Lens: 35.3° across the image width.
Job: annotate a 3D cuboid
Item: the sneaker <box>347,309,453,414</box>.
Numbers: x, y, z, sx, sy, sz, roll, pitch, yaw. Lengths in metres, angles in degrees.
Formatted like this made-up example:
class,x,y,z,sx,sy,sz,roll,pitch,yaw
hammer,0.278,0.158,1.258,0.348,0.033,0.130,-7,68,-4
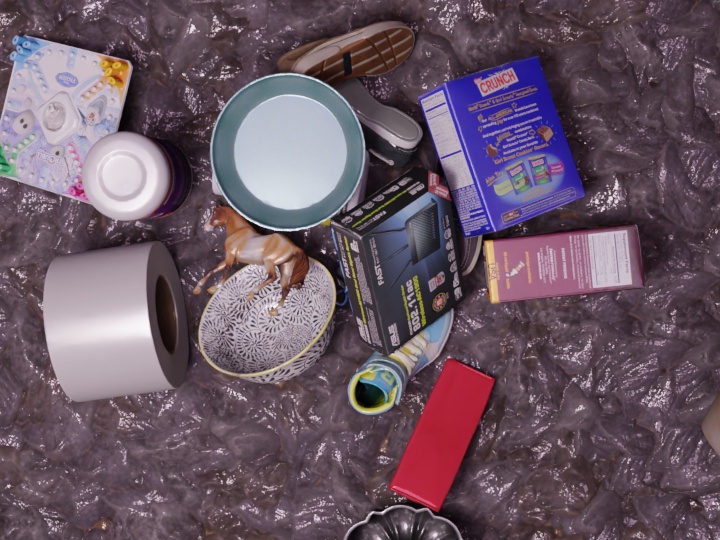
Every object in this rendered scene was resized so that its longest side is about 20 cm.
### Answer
class,x,y,z,sx,sy,sz,roll,pitch,yaw
sneaker,0.057,0.119,1.523,0.079,0.131,0.200,37,94,2

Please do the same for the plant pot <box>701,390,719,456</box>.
class,x,y,z,sx,sy,sz,roll,pitch,yaw
plant pot,0.550,0.185,1.476,0.200,0.200,0.174,40,112,1

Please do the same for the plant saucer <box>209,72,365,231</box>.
class,x,y,z,sx,sy,sz,roll,pitch,yaw
plant saucer,-0.092,-0.151,1.452,0.199,0.036,0.201,0,95,4

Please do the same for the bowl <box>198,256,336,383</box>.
class,x,y,z,sx,sy,sz,roll,pitch,yaw
bowl,-0.110,0.084,1.535,0.200,0.201,0.094,-24,135,5

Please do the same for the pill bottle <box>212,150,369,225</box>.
class,x,y,z,sx,sy,sz,roll,pitch,yaw
pill bottle,-0.093,-0.126,1.528,0.199,0.112,0.112,11,94,4

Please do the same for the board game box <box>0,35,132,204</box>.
class,x,y,z,sx,sy,sz,roll,pitch,yaw
board game box,-0.421,-0.211,1.556,0.200,0.026,0.201,17,95,24

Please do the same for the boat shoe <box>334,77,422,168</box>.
class,x,y,z,sx,sy,sz,roll,pitch,yaw
boat shoe,-0.008,-0.213,1.539,0.200,0.076,0.060,41,136,16

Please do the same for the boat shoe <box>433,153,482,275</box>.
class,x,y,z,sx,sy,sz,roll,pitch,yaw
boat shoe,0.124,-0.093,1.528,0.072,0.065,0.201,5,91,34

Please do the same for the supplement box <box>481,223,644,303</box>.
class,x,y,z,sx,sy,sz,roll,pitch,yaw
supplement box,0.266,-0.010,1.509,0.199,0.110,0.086,-6,92,4

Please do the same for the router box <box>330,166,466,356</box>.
class,x,y,z,sx,sy,sz,roll,pitch,yaw
router box,0.053,-0.011,1.453,0.150,0.062,0.200,-35,131,-26

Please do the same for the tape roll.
class,x,y,z,sx,sy,sz,roll,pitch,yaw
tape roll,-0.323,0.068,1.513,0.139,0.203,0.203,-8,93,4

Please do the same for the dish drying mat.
class,x,y,z,sx,sy,sz,roll,pitch,yaw
dish drying mat,0.113,0.224,1.548,0.077,0.018,0.200,25,75,3

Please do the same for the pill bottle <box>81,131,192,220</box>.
class,x,y,z,sx,sy,sz,roll,pitch,yaw
pill bottle,-0.288,-0.123,1.498,0.112,0.200,0.113,0,93,4

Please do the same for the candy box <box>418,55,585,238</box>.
class,x,y,z,sx,sy,sz,roll,pitch,yaw
candy box,0.186,-0.163,1.484,0.169,0.077,0.200,-20,94,-31

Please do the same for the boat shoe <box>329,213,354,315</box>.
class,x,y,z,sx,sy,sz,roll,pitch,yaw
boat shoe,0.000,0.000,1.527,0.068,0.084,0.200,6,124,18

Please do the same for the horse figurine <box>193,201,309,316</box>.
class,x,y,z,sx,sy,sz,roll,pitch,yaw
horse figurine,-0.142,-0.014,1.530,0.200,0.050,0.133,13,63,30

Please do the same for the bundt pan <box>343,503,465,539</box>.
class,x,y,z,sx,sy,sz,roll,pitch,yaw
bundt pan,0.063,0.414,1.568,0.201,0.076,0.202,0,94,4

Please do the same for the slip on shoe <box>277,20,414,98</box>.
class,x,y,z,sx,sy,sz,roll,pitch,yaw
slip on shoe,-0.019,-0.290,1.511,0.200,0.076,0.061,-29,50,-23
